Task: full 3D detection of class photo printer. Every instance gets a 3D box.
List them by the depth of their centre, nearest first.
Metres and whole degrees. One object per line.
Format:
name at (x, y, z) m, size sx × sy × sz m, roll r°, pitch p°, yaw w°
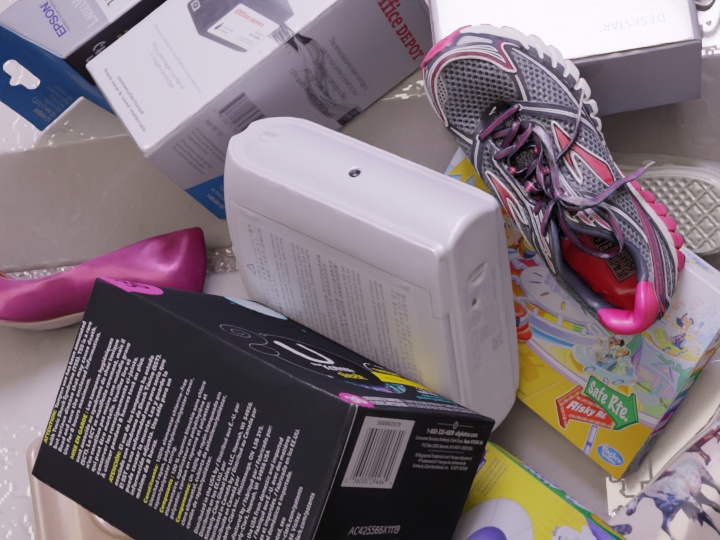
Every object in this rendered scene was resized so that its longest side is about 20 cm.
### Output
photo printer at (0.000, 0.000, 1.025) m, size 0.199 × 0.168 × 0.069 m, roll 24°, pitch 50°, yaw 36°

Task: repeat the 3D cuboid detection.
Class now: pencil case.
pencil case at (0.195, 0.145, 0.984) m, size 0.089 × 0.078 × 0.200 m, roll 43°, pitch 91°, yaw -4°

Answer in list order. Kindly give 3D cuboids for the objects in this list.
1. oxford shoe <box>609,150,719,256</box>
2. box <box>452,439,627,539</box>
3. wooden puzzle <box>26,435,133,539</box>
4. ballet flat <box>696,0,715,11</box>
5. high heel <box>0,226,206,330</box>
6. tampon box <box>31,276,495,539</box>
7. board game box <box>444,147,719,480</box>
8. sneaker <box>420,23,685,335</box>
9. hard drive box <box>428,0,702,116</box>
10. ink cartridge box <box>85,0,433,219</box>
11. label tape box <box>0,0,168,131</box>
oxford shoe at (0.154, -0.046, 1.063) m, size 0.198 × 0.058 × 0.076 m, roll 8°, pitch 108°, yaw 32°
box at (0.079, 0.172, 0.978) m, size 0.118 × 0.048 × 0.200 m, roll -54°, pitch 30°, yaw -2°
wooden puzzle at (-0.106, 0.176, 1.085) m, size 0.198 × 0.046 × 0.187 m, roll -15°, pitch 72°, yaw 7°
ballet flat at (0.190, -0.175, 1.080) m, size 0.062 × 0.067 × 0.201 m, roll 38°, pitch 89°, yaw 12°
high heel at (-0.204, -0.003, 1.141) m, size 0.198 × 0.067 × 0.097 m, roll 14°, pitch 89°, yaw 14°
tampon box at (-0.055, 0.100, 0.953) m, size 0.199 × 0.149 × 0.127 m, roll 24°, pitch 97°, yaw 34°
board game box at (0.122, 0.013, 1.036) m, size 0.200 × 0.034 × 0.135 m, roll 39°, pitch 114°, yaw 22°
sneaker at (0.110, -0.053, 0.935) m, size 0.080 × 0.075 × 0.200 m, roll -39°, pitch 98°, yaw 29°
hard drive box at (0.116, -0.197, 1.019) m, size 0.154 × 0.077 × 0.202 m, roll -8°, pitch 68°, yaw 8°
ink cartridge box at (-0.057, -0.142, 1.098) m, size 0.199 × 0.145 × 0.084 m, roll -37°, pitch 68°, yaw 4°
label tape box at (-0.157, -0.157, 1.132) m, size 0.199 × 0.143 × 0.066 m, roll -38°, pitch 68°, yaw 3°
